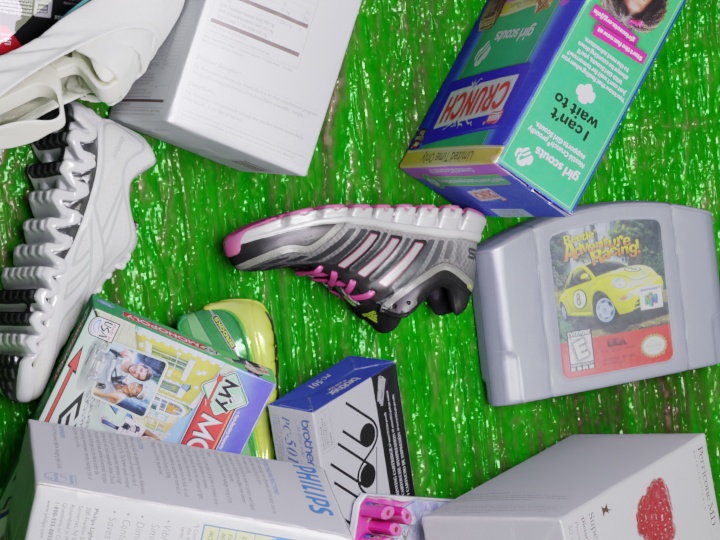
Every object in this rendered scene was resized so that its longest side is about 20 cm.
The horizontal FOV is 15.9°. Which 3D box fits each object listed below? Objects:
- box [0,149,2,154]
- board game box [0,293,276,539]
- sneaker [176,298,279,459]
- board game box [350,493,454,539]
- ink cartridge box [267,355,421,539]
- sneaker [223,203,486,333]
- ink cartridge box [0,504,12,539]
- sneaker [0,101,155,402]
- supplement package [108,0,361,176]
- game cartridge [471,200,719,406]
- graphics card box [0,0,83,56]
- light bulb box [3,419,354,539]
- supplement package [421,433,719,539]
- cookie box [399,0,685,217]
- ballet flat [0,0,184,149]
[{"bbox_3d":[-0.343,-0.052,1.652,0.199,0.041,0.157,21,83,-23],"label":"box"},{"bbox_3d":[-0.158,0.130,1.704,0.134,0.029,0.201,23,104,-15],"label":"board game box"},{"bbox_3d":[-0.097,0.118,1.766,0.083,0.074,0.202,1,97,2],"label":"sneaker"},{"bbox_3d":[0.051,0.261,1.806,0.199,0.026,0.202,10,88,-51],"label":"board game box"},{"bbox_3d":[-0.005,0.170,1.778,0.094,0.044,0.202,-29,118,-45],"label":"ink cartridge box"},{"bbox_3d":[0.000,0.000,1.791,0.199,0.074,0.088,-1,87,-29],"label":"sneaker"},{"bbox_3d":[-0.188,0.232,1.699,0.196,0.043,0.201,-31,108,2],"label":"ink cartridge box"},{"bbox_3d":[-0.190,-0.007,1.710,0.081,0.075,0.202,18,86,-33],"label":"sneaker"},{"bbox_3d":[-0.073,-0.176,1.726,0.109,0.114,0.201,20,85,-26],"label":"supplement package"},{"bbox_3d":[0.176,0.018,1.894,0.199,0.041,0.134,-10,93,-24],"label":"game cartridge"},{"bbox_3d":[-0.209,-0.234,1.697,0.125,0.051,0.202,4,92,-24],"label":"graphics card box"},{"bbox_3d":[-0.128,0.217,1.616,0.198,0.125,0.200,11,105,-12],"label":"light bulb box"},{"bbox_3d":[0.155,0.198,1.805,0.200,0.119,0.122,-23,105,-51],"label":"supplement package"},{"bbox_3d":[0.129,-0.140,1.791,0.075,0.171,0.201,31,80,-20],"label":"cookie box"},{"bbox_3d":[-0.190,-0.122,1.647,0.199,0.069,0.070,-27,103,-11],"label":"ballet flat"}]
